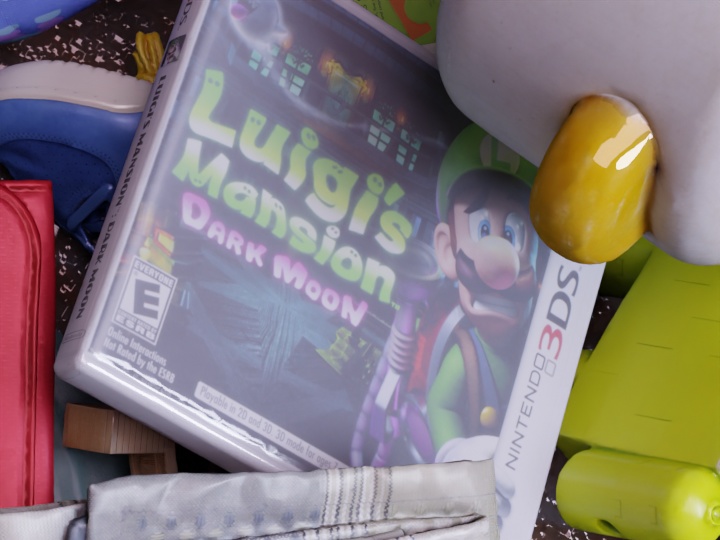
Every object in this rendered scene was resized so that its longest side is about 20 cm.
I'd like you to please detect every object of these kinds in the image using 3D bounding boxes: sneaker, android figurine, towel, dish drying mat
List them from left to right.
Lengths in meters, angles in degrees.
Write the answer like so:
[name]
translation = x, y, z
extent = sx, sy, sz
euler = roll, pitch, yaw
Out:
[dish drying mat]
translation = -0.146, 0.065, 1.061
extent = 0.076, 0.018, 0.201
euler = 0, 79, -6
[sneaker]
translation = -0.067, 0.011, 1.111
extent = 0.199, 0.077, 0.112
euler = 31, 61, -16
[towel]
translation = -0.030, 0.163, 0.984
extent = 0.192, 0.035, 0.201
euler = -5, 88, -24
[android figurine]
translation = 0.148, 0.028, 1.119
extent = 0.041, 0.199, 0.182
euler = 48, 66, -34

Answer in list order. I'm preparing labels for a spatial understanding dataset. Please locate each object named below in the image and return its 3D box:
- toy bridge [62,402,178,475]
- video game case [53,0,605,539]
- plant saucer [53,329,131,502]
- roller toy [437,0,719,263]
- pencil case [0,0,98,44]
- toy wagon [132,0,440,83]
[toy bridge]
translation = -0.081, 0.149, 1.087
extent = 0.067, 0.027, 0.201
euler = 3, 89, -50
[video game case]
translation = 0.000, 0.000, 1.087
extent = 0.200, 0.023, 0.183
euler = 31, 62, -27
[plant saucer]
translation = -0.171, 0.089, 1.082
extent = 0.199, 0.036, 0.201
euler = 4, 77, -17
[roller toy]
translation = 0.129, -0.101, 1.052
extent = 0.140, 0.183, 0.200
euler = 36, 27, 18
[pencil case]
translation = -0.089, -0.141, 1.117
extent = 0.199, 0.087, 0.078
euler = -23, 103, -6
[toy wagon]
translation = 0.003, -0.085, 1.177
extent = 0.199, 0.040, 0.156
euler = -10, 81, -19
